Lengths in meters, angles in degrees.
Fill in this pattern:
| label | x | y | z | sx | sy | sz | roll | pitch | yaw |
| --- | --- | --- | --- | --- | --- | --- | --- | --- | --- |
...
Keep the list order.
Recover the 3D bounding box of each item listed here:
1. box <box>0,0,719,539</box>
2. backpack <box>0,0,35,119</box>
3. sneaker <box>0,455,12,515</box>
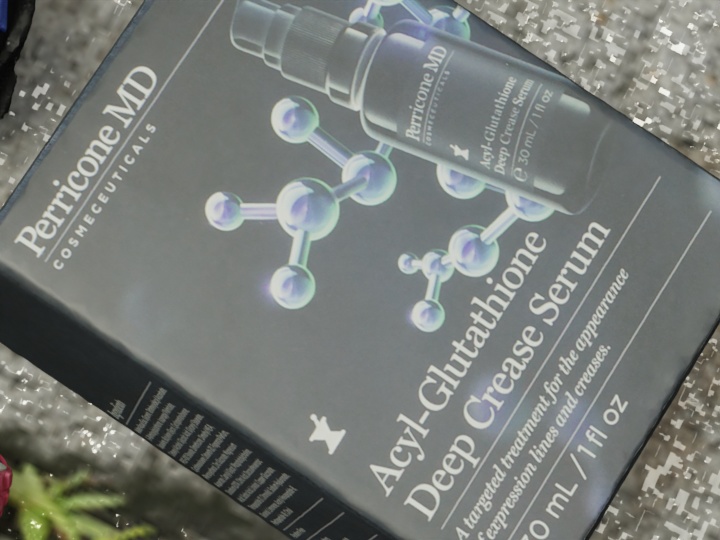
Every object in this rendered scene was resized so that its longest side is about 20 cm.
| label | x | y | z | sx | sy | sz | roll | pitch | yaw |
| --- | --- | --- | --- | --- | --- | --- | --- | --- | --- |
| box | 0.000 | 0.000 | 0.924 | 0.199 | 0.107 | 0.149 | 33 | 75 | -1 |
| backpack | -0.184 | -0.148 | 0.910 | 0.181 | 0.135 | 0.201 | 7 | 74 | -10 |
| sneaker | -0.199 | 0.066 | 0.885 | 0.199 | 0.081 | 0.075 | -2 | 48 | -26 |
